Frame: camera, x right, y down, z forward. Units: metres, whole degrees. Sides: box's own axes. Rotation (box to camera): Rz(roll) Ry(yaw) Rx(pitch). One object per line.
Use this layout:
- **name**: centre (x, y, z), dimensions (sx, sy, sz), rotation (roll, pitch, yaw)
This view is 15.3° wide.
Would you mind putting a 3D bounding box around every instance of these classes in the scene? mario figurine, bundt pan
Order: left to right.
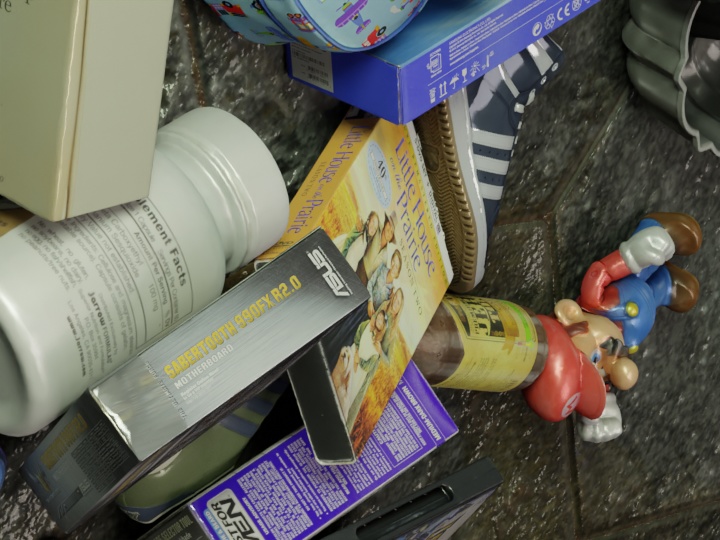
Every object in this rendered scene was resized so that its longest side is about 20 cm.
- **mario figurine**: centre (0.191, 0.045, 1.918), dimensions (0.200, 0.106, 0.124), rotation (-43, 107, -39)
- **bundt pan**: centre (0.255, -0.185, 1.880), dimensions (0.202, 0.076, 0.203), rotation (-30, 133, -39)

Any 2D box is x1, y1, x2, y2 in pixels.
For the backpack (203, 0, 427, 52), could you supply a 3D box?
- **backpack**: centre (0.000, -0.211, 1.485), dimensions (0.200, 0.134, 0.183), rotation (-54, 144, -8)

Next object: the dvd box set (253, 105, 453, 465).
- **dvd box set**: centre (0.000, 0.000, 1.618), dimensions (0.200, 0.029, 0.147), rotation (-59, 141, -51)

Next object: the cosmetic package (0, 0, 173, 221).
- **cosmetic package**: centre (-0.152, -0.138, 1.359), dimensions (0.073, 0.103, 0.201), rotation (-18, 125, -45)

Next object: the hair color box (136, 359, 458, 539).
- **hair color box**: centre (-0.044, 0.139, 1.671), dimensions (0.200, 0.065, 0.109), rotation (-30, 175, -37)

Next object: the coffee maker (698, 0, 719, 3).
- **coffee maker**: centre (0.180, -0.269, 1.672), dimensions (0.200, 0.192, 0.135), rotation (45, 51, -33)

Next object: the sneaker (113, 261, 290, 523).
- **sneaker**: centre (-0.087, 0.074, 1.627), dimensions (0.200, 0.067, 0.090), rotation (-44, 155, -32)

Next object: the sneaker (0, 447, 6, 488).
- **sneaker**: centre (-0.227, 0.183, 1.433), dimensions (0.200, 0.146, 0.081), rotation (-45, 142, -24)

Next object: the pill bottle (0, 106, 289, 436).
- **pill bottle**: centre (-0.138, -0.007, 1.452), dimensions (0.200, 0.114, 0.115), rotation (-35, 136, -34)

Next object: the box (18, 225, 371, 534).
- **box**: centre (-0.094, 0.062, 1.454), dimensions (0.158, 0.048, 0.200), rotation (-35, 177, -23)

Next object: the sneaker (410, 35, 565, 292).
- **sneaker**: centre (0.079, -0.087, 1.722), dimensions (0.108, 0.070, 0.201), rotation (-35, 134, -31)

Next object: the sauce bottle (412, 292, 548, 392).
- **sauce bottle**: centre (0.050, 0.046, 1.776), dimensions (0.200, 0.065, 0.065), rotation (7, 107, -55)

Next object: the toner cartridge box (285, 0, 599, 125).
- **toner cartridge box**: centre (0.056, -0.161, 1.622), dimensions (0.200, 0.095, 0.043), rotation (-34, 136, -36)

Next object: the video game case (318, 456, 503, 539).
- **video game case**: centre (-0.019, 0.207, 1.740), dimensions (0.180, 0.026, 0.200), rotation (-22, 160, -44)
